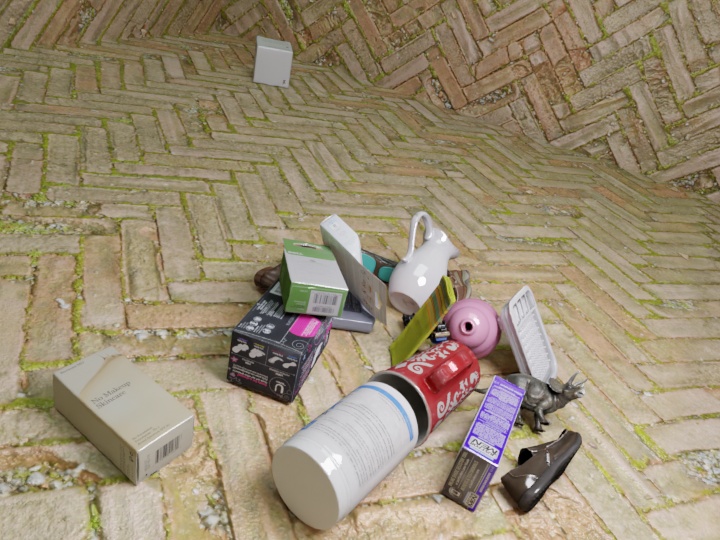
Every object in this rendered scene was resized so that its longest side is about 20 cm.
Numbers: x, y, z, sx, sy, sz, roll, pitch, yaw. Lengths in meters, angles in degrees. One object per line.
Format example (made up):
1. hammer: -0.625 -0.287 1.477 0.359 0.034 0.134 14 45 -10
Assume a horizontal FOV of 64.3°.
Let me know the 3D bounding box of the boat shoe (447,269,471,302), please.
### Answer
1. boat shoe: 0.219 0.053 1.351 0.071 0.076 0.200 12 21 3

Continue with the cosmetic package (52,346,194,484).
1. cosmetic package: -0.351 0.208 0.849 0.199 0.074 0.103 30 34 23

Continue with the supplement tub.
1. supplement tub: -0.017 0.262 0.842 0.131 0.133 0.199 31 33 27

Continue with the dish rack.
1. dish rack: 0.337 0.144 1.162 0.043 0.201 0.171 -20 3 32

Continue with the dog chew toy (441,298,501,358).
1. dog chew toy: 0.218 0.114 1.139 0.124 0.125 0.200 23 -1 15

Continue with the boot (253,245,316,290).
1. boot: -0.102 0.017 1.233 0.199 0.065 0.186 18 41 39

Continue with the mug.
1. mug: 0.134 0.202 0.989 0.177 0.135 0.199 -12 4 41

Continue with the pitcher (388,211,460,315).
1. pitcher: 0.132 -0.016 1.292 0.121 0.172 0.201 -1 46 45

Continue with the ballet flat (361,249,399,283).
1. ballet flat: 0.037 -0.008 1.384 0.199 0.068 0.068 21 19 -9

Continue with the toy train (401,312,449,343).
1. toy train: 0.127 0.116 1.153 0.034 0.046 0.200 -3 2 -15

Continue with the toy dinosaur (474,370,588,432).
1. toy dinosaur: 0.309 0.233 1.059 0.198 0.077 0.103 7 59 24

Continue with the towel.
1. towel: 0.114 0.105 1.093 0.018 0.201 0.086 27 26 -15

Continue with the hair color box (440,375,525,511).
1. hair color box: 0.204 0.275 0.935 0.064 0.110 0.200 26 33 17

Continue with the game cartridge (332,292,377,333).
1. game cartridge: -0.029 0.063 1.260 0.132 0.041 0.201 6 32 -7

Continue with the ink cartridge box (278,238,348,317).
1. ink cartridge box: -0.095 0.010 1.070 0.103 0.060 0.200 8 23 -17

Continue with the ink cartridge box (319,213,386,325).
1. ink cartridge box: 0.000 0.000 1.169 0.047 0.161 0.200 -36 61 -20

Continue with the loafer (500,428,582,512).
1. loafer: 0.301 0.312 0.949 0.071 0.073 0.199 36 37 29

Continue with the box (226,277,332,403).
1. box: -0.139 0.121 1.040 0.131 0.116 0.200 17 28 8

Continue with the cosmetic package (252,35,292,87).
1. cosmetic package: -0.411 -0.972 2.671 0.166 0.167 0.201 5 33 -15
